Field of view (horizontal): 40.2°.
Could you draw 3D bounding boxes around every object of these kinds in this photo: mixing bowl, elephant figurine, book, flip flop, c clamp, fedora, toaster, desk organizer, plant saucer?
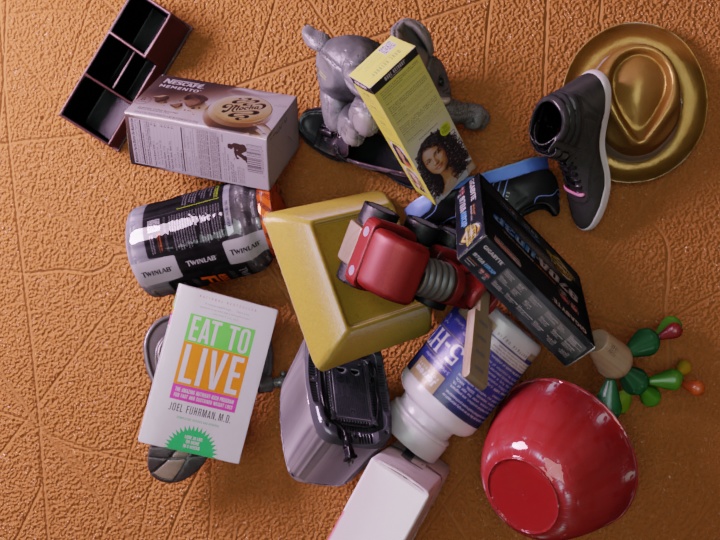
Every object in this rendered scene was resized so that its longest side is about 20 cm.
[{"bbox_3d":[0.218,0.242,1.172,0.198,0.108,0.204,16,118,34],"label":"mixing bowl"},{"bbox_3d":[0.049,-0.242,1.246,0.198,0.141,0.158,-23,122,-28],"label":"elephant figurine"},{"bbox_3d":[-0.195,0.131,1.258,0.131,0.048,0.204,15,88,-16],"label":"book"},{"bbox_3d":[-0.227,0.186,1.321,0.080,0.058,0.204,17,76,-10],"label":"flip flop"},{"bbox_3d":[-0.186,0.133,1.297,0.196,0.027,0.174,0,80,-15],"label":"c clamp"},{"bbox_3d":[0.341,-0.212,1.219,0.196,0.082,0.205,0,90,10],"label":"fedora"},{"bbox_3d":[-0.034,0.178,1.221,0.112,0.130,0.203,10,48,-23],"label":"toaster"},{"bbox_3d":[-0.317,-0.269,1.330,0.071,0.077,0.202,33,94,8],"label":"desk organizer"},{"bbox_3d":[0.000,0.000,1.220,0.048,0.198,0.203,-27,81,49],"label":"plant saucer"}]

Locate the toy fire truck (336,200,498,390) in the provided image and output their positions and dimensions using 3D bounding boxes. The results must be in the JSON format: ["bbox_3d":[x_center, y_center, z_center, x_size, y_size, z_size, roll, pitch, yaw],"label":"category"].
[{"bbox_3d":[0.080,0.027,1.114,0.174,0.200,0.131,16,103,-32],"label":"toy fire truck"}]

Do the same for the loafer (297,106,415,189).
[{"bbox_3d":[0.006,-0.166,1.283,0.197,0.063,0.073,24,93,9],"label":"loafer"}]

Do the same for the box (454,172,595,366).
[{"bbox_3d":[0.192,-0.004,1.167,0.046,0.160,0.200,-38,111,24],"label":"box"}]

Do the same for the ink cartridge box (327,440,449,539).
[{"bbox_3d":[0.033,0.296,1.203,0.084,0.200,0.147,30,93,14],"label":"ink cartridge box"}]

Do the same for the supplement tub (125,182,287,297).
[{"bbox_3d":[-0.195,-0.045,1.284,0.196,0.122,0.125,-14,87,9],"label":"supplement tub"}]

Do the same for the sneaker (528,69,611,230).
[{"bbox_3d":[0.250,-0.136,1.200,0.098,0.070,0.203,-19,120,-27],"label":"sneaker"}]

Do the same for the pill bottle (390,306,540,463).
[{"bbox_3d":[0.121,0.135,1.232,0.119,0.120,0.201,39,95,8],"label":"pill bottle"}]

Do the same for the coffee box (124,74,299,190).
[{"bbox_3d":[-0.190,-0.181,1.273,0.196,0.114,0.081,12,129,14],"label":"coffee box"}]

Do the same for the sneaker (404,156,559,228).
[{"bbox_3d":[0.157,-0.079,1.255,0.197,0.070,0.079,-18,82,8],"label":"sneaker"}]

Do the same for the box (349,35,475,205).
[{"bbox_3d":[0.066,-0.174,1.167,0.075,0.201,0.050,-43,42,-7],"label":"box"}]

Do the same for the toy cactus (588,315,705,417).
[{"bbox_3d":[0.325,0.131,1.187,0.201,0.102,0.165,-50,127,-1],"label":"toy cactus"}]
